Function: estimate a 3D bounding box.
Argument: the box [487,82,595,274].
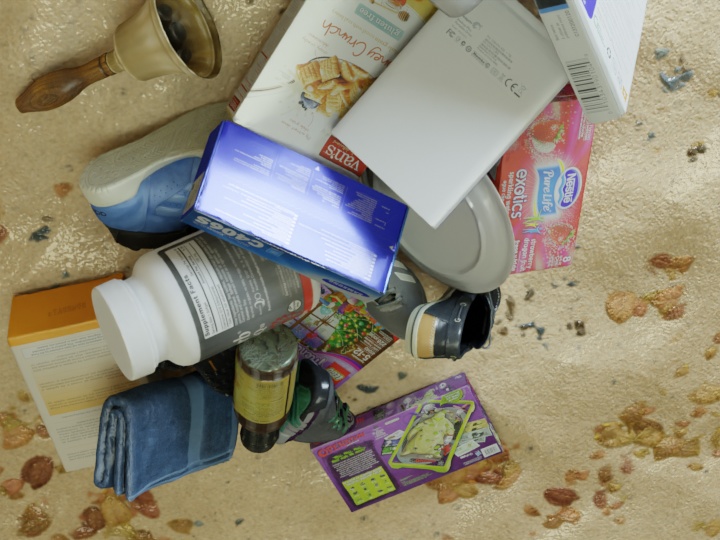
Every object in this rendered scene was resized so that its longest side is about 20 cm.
[{"bbox_3d":[0.161,-0.105,1.442,0.095,0.100,0.201,-7,128,-14],"label":"box"}]

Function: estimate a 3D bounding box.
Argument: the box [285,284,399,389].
[{"bbox_3d":[-0.049,0.030,1.561,0.137,0.039,0.200,-39,122,21],"label":"box"}]

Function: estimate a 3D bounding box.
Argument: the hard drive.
[{"bbox_3d":[0.087,-0.156,1.334,0.132,0.025,0.200,43,96,11],"label":"hard drive"}]

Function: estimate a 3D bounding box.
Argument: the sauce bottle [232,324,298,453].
[{"bbox_3d":[-0.101,0.128,1.522,0.064,0.065,0.201,1,145,-8],"label":"sauce bottle"}]

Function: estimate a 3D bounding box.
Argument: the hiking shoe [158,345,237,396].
[{"bbox_3d":[-0.164,0.064,1.546,0.076,0.101,0.200,-42,143,14],"label":"hiking shoe"}]

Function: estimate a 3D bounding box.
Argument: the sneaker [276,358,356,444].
[{"bbox_3d":[-0.038,0.145,1.593,0.087,0.075,0.200,7,163,-13],"label":"sneaker"}]

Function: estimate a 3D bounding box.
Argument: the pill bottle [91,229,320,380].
[{"bbox_3d":[-0.148,0.021,1.407,0.199,0.116,0.117,-24,131,-19],"label":"pill bottle"}]

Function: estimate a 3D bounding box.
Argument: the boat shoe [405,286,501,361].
[{"bbox_3d":[0.110,0.050,1.511,0.062,0.200,0.075,9,105,23],"label":"boat shoe"}]

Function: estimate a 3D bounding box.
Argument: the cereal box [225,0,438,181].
[{"bbox_3d":[-0.014,-0.194,1.361,0.143,0.040,0.201,27,102,-27],"label":"cereal box"}]

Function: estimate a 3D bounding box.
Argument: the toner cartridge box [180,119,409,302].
[{"bbox_3d":[-0.059,-0.053,1.364,0.199,0.096,0.043,25,159,-18],"label":"toner cartridge box"}]

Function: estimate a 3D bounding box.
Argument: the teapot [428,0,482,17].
[{"bbox_3d":[0.062,-0.316,1.220,0.197,0.200,0.146,38,99,-15],"label":"teapot"}]

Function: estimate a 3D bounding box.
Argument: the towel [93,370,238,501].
[{"bbox_3d":[-0.196,0.167,1.552,0.048,0.199,0.113,12,102,31],"label":"towel"}]

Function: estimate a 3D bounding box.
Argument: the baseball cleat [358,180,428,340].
[{"bbox_3d":[0.000,0.000,1.467,0.069,0.107,0.201,-24,105,29],"label":"baseball cleat"}]

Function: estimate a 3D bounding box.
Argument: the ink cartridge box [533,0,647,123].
[{"bbox_3d":[0.197,-0.268,1.283,0.043,0.201,0.199,-9,132,30],"label":"ink cartridge box"}]

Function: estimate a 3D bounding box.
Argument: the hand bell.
[{"bbox_3d":[-0.238,-0.187,1.353,0.199,0.105,0.104,-21,128,23],"label":"hand bell"}]

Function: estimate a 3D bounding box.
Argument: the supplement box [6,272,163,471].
[{"bbox_3d":[-0.284,0.110,1.568,0.125,0.074,0.201,-12,128,1],"label":"supplement box"}]

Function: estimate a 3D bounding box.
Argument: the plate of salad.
[{"bbox_3d":[0.078,-0.067,1.440,0.048,0.199,0.201,-40,135,-30],"label":"plate of salad"}]

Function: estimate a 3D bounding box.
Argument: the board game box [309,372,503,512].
[{"bbox_3d":[0.054,0.202,1.715,0.199,0.032,0.120,-23,130,9],"label":"board game box"}]

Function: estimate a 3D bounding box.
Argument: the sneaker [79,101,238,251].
[{"bbox_3d":[-0.163,-0.085,1.437,0.199,0.077,0.112,-23,135,0],"label":"sneaker"}]
